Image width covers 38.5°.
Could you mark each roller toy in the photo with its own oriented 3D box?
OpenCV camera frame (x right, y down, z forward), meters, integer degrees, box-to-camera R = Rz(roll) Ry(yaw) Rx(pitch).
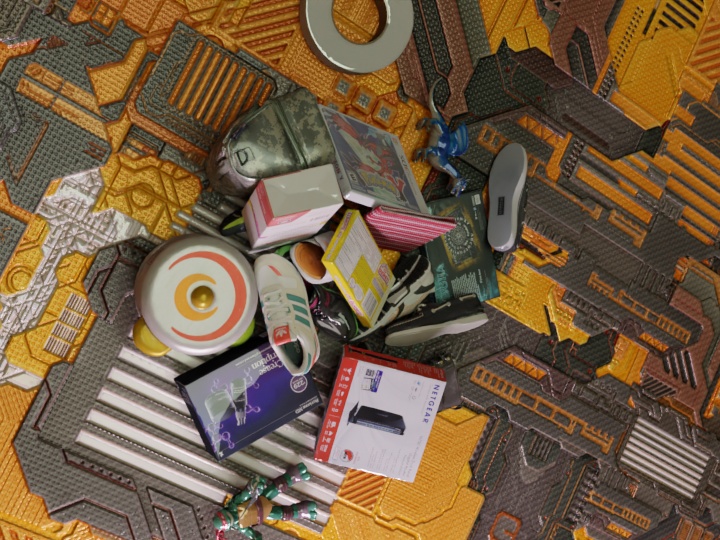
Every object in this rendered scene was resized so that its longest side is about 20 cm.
[{"bbox_3d":[-0.258,0.036,1.605,0.198,0.140,0.184,-3,95,-18],"label":"roller toy"}]

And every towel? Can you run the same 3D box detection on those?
[{"bbox_3d":[0.054,-0.069,1.708,0.144,0.200,0.023,9,75,-21],"label":"towel"}]

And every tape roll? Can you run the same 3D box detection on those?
[{"bbox_3d":[-0.006,-0.435,1.748,0.201,0.037,0.205,-1,93,-23],"label":"tape roll"}]

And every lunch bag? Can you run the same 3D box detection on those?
[{"bbox_3d":[-0.150,-0.186,1.611,0.167,0.200,0.140,-27,95,-19],"label":"lunch bag"}]

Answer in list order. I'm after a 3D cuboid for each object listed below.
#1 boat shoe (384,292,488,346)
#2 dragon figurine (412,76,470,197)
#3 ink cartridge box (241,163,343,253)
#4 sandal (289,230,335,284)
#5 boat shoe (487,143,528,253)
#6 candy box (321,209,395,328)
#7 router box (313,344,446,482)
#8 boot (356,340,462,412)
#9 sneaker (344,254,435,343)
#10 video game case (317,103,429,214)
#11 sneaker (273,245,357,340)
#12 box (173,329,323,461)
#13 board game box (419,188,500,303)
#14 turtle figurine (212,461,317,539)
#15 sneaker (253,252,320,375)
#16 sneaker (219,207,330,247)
[{"bbox_3d":[0.126,0.083,1.785,0.199,0.074,0.061,-13,72,-20],"label":"boat shoe"},{"bbox_3d":[0.151,-0.231,1.813,0.099,0.059,0.202,6,88,-24],"label":"dragon figurine"},{"bbox_3d":[-0.113,-0.091,1.589,0.116,0.200,0.068,-14,80,-21],"label":"ink cartridge box"},{"bbox_3d":[-0.038,-0.032,1.696,0.206,0.059,0.079,-11,63,-56],"label":"sandal"},{"bbox_3d":[0.276,-0.128,1.872,0.066,0.069,0.202,24,67,-53],"label":"boat shoe"},{"bbox_3d":[0.000,0.000,1.670,0.103,0.026,0.200,-66,149,-26],"label":"candy box"},{"bbox_3d":[0.031,0.241,1.732,0.178,0.049,0.201,14,109,-6],"label":"router box"},{"bbox_3d":[0.089,0.185,1.814,0.173,0.069,0.201,-26,110,-23],"label":"boot"},{"bbox_3d":[0.053,0.064,1.783,0.200,0.074,0.080,-39,138,-5],"label":"sneaker"},{"bbox_3d":[0.020,-0.173,1.687,0.199,0.023,0.183,14,47,-46],"label":"video game case"},{"bbox_3d":[-0.081,0.051,1.698,0.077,0.084,0.200,-33,114,22],"label":"sneaker"},{"bbox_3d":[-0.182,0.198,1.688,0.199,0.079,0.142,-28,106,-19],"label":"box"},{"bbox_3d":[0.172,-0.034,1.850,0.134,0.028,0.202,-14,99,-21],"label":"board game box"},{"bbox_3d":[-0.169,0.395,1.692,0.199,0.100,0.151,-17,115,-37],"label":"turtle figurine"},{"bbox_3d":[-0.117,0.071,1.607,0.070,0.093,0.201,-16,103,9],"label":"sneaker"},{"bbox_3d":[-0.134,-0.070,1.697,0.198,0.074,0.082,-8,100,-20],"label":"sneaker"}]
